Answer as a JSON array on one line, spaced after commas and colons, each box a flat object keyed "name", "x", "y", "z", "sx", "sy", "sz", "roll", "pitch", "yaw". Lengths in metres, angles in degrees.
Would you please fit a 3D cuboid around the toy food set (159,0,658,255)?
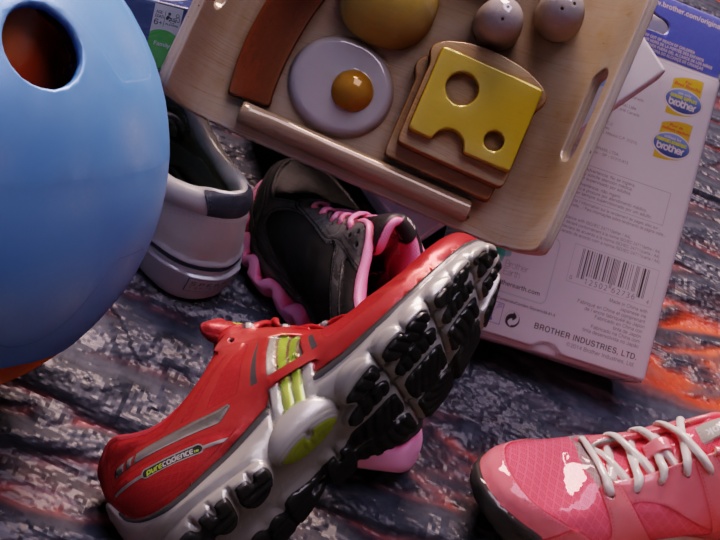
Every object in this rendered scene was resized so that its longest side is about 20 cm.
[{"name": "toy food set", "x": 0.024, "y": -0.110, "z": 0.902, "sx": 0.199, "sy": 0.144, "sz": 0.060, "roll": 24, "pitch": -8, "yaw": -1}]

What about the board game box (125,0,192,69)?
[{"name": "board game box", "x": -0.175, "y": -0.154, "z": 0.983, "sx": 0.199, "sy": 0.035, "sz": 0.135, "roll": 14, "pitch": 18, "yaw": 0}]

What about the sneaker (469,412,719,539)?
[{"name": "sneaker", "x": 0.143, "y": 0.094, "z": 0.909, "sx": 0.199, "sy": 0.087, "sz": 0.074, "roll": 9, "pitch": 37, "yaw": -29}]

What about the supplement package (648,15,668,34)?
[{"name": "supplement package", "x": 0.052, "y": -0.119, "z": 1.071, "sx": 0.199, "sy": 0.117, "sz": 0.117, "roll": 16, "pitch": 9, "yaw": -19}]

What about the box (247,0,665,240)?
[{"name": "box", "x": 0.030, "y": -0.135, "z": 0.957, "sx": 0.200, "sy": 0.156, "sz": 0.041, "roll": 56, "pitch": -5, "yaw": 1}]

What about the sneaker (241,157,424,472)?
[{"name": "sneaker", "x": 0.000, "y": 0.000, "z": 0.921, "sx": 0.079, "sy": 0.096, "sz": 0.200, "roll": 8, "pitch": 37, "yaw": -27}]

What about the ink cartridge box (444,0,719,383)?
[{"name": "ink cartridge box", "x": 0.115, "y": -0.052, "z": 1.008, "sx": 0.119, "sy": 0.201, "sz": 0.042, "roll": 17, "pitch": -3, "yaw": -18}]

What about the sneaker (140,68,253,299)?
[{"name": "sneaker", "x": -0.115, "y": -0.076, "z": 0.957, "sx": 0.073, "sy": 0.071, "sz": 0.200, "roll": -14, "pitch": 52, "yaw": -47}]

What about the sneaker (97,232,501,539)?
[{"name": "sneaker", "x": -0.026, "y": 0.040, "z": 0.800, "sx": 0.200, "sy": 0.077, "sz": 0.085, "roll": -38, "pitch": 59, "yaw": -19}]

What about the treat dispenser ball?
[{"name": "treat dispenser ball", "x": -0.175, "y": -0.049, "z": 0.755, "sx": 0.200, "sy": 0.201, "sz": 0.201, "roll": 20, "pitch": 33, "yaw": -14}]
